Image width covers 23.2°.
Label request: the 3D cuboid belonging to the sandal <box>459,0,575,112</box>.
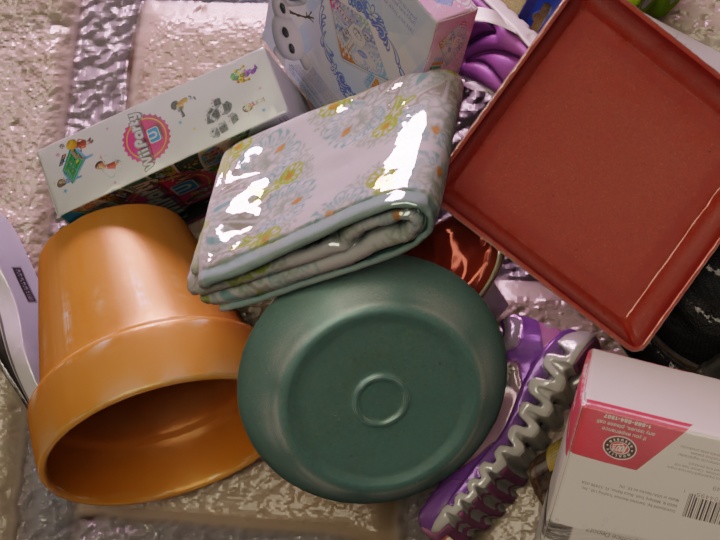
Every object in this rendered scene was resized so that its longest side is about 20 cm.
[{"bbox_3d":[0.086,-0.172,1.343,0.202,0.050,0.083,37,129,37],"label":"sandal"}]

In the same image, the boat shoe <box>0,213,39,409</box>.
[{"bbox_3d":[-0.300,0.046,1.466,0.066,0.070,0.200,-33,74,22],"label":"boat shoe"}]

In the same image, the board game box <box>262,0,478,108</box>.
[{"bbox_3d":[0.001,-0.193,1.373,0.043,0.199,0.200,-23,61,-26],"label":"board game box"}]

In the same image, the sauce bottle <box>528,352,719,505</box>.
[{"bbox_3d":[0.217,0.117,1.295,0.200,0.065,0.065,-36,70,27],"label":"sauce bottle"}]

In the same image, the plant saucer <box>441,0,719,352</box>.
[{"bbox_3d":[0.179,-0.077,1.272,0.199,0.037,0.200,37,87,-8],"label":"plant saucer"}]

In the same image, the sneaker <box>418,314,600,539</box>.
[{"bbox_3d":[0.100,0.117,1.354,0.088,0.081,0.200,32,81,24],"label":"sneaker"}]

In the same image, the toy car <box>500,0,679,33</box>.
[{"bbox_3d":[0.138,-0.212,1.409,0.164,0.158,0.200,42,115,13],"label":"toy car"}]

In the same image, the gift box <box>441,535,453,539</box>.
[{"bbox_3d":[0.066,0.322,1.251,0.184,0.200,0.187,-41,75,-12],"label":"gift box"}]

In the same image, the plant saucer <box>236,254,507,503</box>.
[{"bbox_3d":[0.012,0.087,1.256,0.199,0.036,0.201,-3,112,-9],"label":"plant saucer"}]

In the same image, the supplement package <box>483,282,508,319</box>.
[{"bbox_3d":[0.000,0.000,1.382,0.200,0.110,0.114,38,87,18],"label":"supplement package"}]

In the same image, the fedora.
[{"bbox_3d":[0.283,0.011,1.323,0.200,0.092,0.201,-3,76,12],"label":"fedora"}]

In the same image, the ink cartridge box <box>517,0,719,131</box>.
[{"bbox_3d":[0.204,-0.143,1.324,0.200,0.100,0.039,28,42,1],"label":"ink cartridge box"}]

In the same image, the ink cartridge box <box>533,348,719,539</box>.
[{"bbox_3d":[0.205,0.172,1.244,0.145,0.085,0.201,14,119,4],"label":"ink cartridge box"}]

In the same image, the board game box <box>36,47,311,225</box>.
[{"bbox_3d":[-0.139,-0.093,1.417,0.199,0.148,0.064,-24,74,7],"label":"board game box"}]

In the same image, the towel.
[{"bbox_3d":[-0.025,-0.062,1.257,0.199,0.048,0.172,-18,37,25],"label":"towel"}]

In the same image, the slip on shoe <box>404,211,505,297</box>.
[{"bbox_3d":[0.020,0.023,1.283,0.200,0.061,0.074,-32,71,3],"label":"slip on shoe"}]

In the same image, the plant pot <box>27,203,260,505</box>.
[{"bbox_3d":[-0.172,0.057,1.373,0.200,0.200,0.184,-23,61,7],"label":"plant pot"}]
